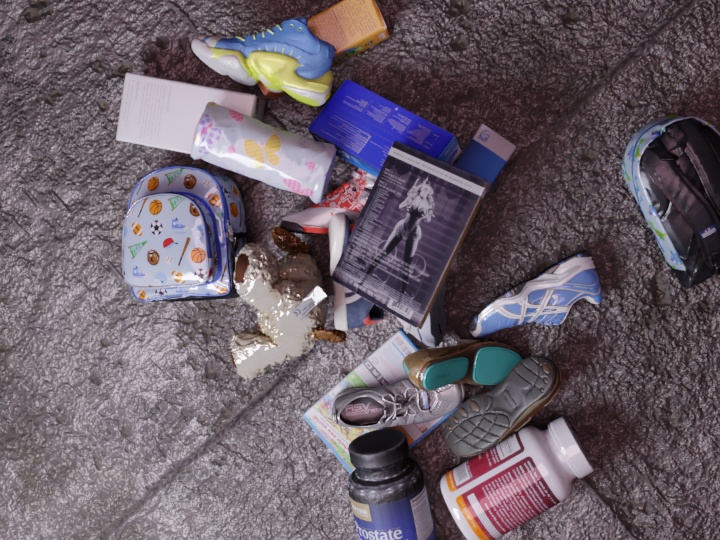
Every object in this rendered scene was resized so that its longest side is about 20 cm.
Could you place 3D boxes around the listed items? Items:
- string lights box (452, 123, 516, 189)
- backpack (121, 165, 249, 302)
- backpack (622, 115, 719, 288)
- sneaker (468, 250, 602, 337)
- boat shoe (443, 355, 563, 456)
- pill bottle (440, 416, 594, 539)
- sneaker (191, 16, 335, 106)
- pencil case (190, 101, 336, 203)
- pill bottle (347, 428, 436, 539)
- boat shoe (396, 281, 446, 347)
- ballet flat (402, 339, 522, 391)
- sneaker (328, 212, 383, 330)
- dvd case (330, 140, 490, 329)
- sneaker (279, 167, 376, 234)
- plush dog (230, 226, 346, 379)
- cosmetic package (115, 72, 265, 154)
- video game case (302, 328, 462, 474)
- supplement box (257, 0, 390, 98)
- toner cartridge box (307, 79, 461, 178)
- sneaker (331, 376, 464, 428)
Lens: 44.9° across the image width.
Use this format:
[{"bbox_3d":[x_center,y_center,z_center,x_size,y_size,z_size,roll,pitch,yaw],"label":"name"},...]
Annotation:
[{"bbox_3d":[0.126,-0.090,1.185,0.059,0.103,0.201,33,81,3],"label":"string lights box"},{"bbox_3d":[-0.253,-0.054,1.251,0.198,0.154,0.193,-3,84,11],"label":"backpack"},{"bbox_3d":[0.436,-0.110,1.160,0.163,0.154,0.200,-37,111,11],"label":"backpack"},{"bbox_3d":[0.245,0.049,1.222,0.199,0.076,0.078,-29,86,10],"label":"sneaker"},{"bbox_3d":[0.209,0.198,1.236,0.200,0.074,0.076,-40,60,23],"label":"boat shoe"},{"bbox_3d":[0.222,0.293,1.228,0.199,0.113,0.114,-32,90,10],"label":"pill bottle"},{"bbox_3d":[-0.124,-0.301,1.185,0.198,0.076,0.106,21,87,-3],"label":"sneaker"},{"bbox_3d":[-0.130,-0.160,1.185,0.198,0.091,0.084,19,94,-6],"label":"pencil case"},{"bbox_3d":[0.043,0.336,1.246,0.111,0.112,0.202,-10,102,8],"label":"pill bottle"},{"bbox_3d":[0.077,0.056,1.191,0.066,0.200,0.074,16,66,14],"label":"boat shoe"},{"bbox_3d":[0.140,0.128,1.228,0.198,0.072,0.069,-6,113,-35],"label":"ballet flat"},{"bbox_3d":[0.000,0.000,1.224,0.083,0.075,0.201,-4,135,0],"label":"sneaker"},{"bbox_3d":[0.060,-0.048,1.110,0.148,0.016,0.202,28,96,31],"label":"dvd case"},{"bbox_3d":[-0.017,-0.107,1.251,0.199,0.067,0.109,-1,93,5],"label":"sneaker"},{"bbox_3d":[-0.094,0.039,1.216,0.159,0.172,0.202,6,119,-1],"label":"plush dog"},{"bbox_3d":[-0.245,-0.220,1.268,0.198,0.074,0.103,12,97,5],"label":"cosmetic package"},{"bbox_3d":[0.032,0.205,1.295,0.200,0.018,0.143,-41,89,9],"label":"video game case"},{"bbox_3d":[-0.058,-0.320,1.236,0.199,0.067,0.069,-28,91,10],"label":"supplement box"},{"bbox_3d":[0.031,-0.179,1.196,0.199,0.043,0.095,34,83,29],"label":"toner cartridge box"},{"bbox_3d":[0.052,0.196,1.240,0.198,0.082,0.076,-15,93,7],"label":"sneaker"}]
